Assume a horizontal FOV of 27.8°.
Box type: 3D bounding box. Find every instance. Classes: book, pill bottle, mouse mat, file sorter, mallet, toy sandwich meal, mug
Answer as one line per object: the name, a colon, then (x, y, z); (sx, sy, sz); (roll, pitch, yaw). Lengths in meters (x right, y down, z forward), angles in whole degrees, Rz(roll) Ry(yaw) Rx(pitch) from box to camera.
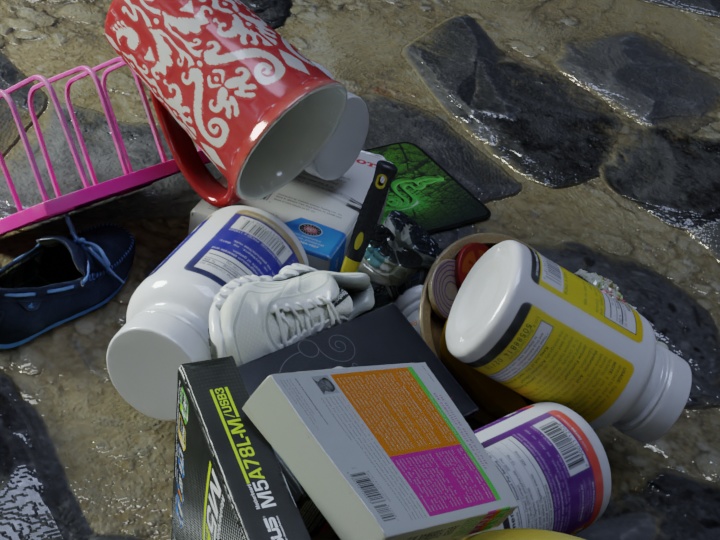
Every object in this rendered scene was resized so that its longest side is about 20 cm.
book: (0.022, 0.128, 1.003); (0.134, 0.048, 0.199); (51, 21, 23)
pill bottle: (0.097, 0.186, 1.154); (0.199, 0.112, 0.111); (-18, 46, -38)
pill bottle: (-0.094, -0.163, 1.419); (0.199, 0.113, 0.112); (27, 35, 30)
mouse mat: (0.028, -0.086, 1.598); (0.199, 0.008, 0.161); (-16, 45, -35)
pill bottle: (0.181, 0.067, 1.238); (0.199, 0.112, 0.112); (29, 31, -16)
file sorter: (-0.270, -0.124, 1.378); (0.199, 0.127, 0.138); (-24, 7, -42)
pill bottle: (-0.134, 0.038, 1.263); (0.119, 0.121, 0.200); (23, 35, 11)
mallet: (0.000, 0.000, 1.304); (0.065, 0.201, 0.041); (29, 22, 3)
toy sandwich meal: (0.146, 0.056, 1.324); (0.203, 0.070, 0.208); (10, 70, -28)
mug: (-0.139, -0.163, 1.302); (0.200, 0.178, 0.133); (45, 16, 15)

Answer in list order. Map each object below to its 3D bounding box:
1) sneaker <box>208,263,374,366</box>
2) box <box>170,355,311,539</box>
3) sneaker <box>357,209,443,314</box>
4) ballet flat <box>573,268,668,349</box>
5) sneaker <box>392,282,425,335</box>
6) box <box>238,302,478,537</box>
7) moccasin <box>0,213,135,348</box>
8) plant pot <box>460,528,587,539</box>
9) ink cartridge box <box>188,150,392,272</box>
sneaker: (-0.057, 0.035, 1.198); (0.080, 0.076, 0.200); (-3, 14, 28)
box: (-0.085, 0.196, 0.992); (0.047, 0.202, 0.194); (-7, 41, -18)
sneaker: (0.024, -0.002, 1.420); (0.078, 0.087, 0.200); (44, 18, 13)
ballet flat: (0.263, 0.068, 1.419); (0.063, 0.076, 0.201); (5, 38, -27)
sneaker: (0.126, 0.057, 1.397); (0.198, 0.074, 0.081); (-4, 60, -25)
box: (-0.024, 0.127, 1.174); (0.199, 0.106, 0.123); (-21, 64, -42)
moccasin: (-0.265, 0.002, 1.307); (0.080, 0.069, 0.200); (25, 36, 14)
plant pot: (0.104, 0.261, 1.012); (0.198, 0.202, 0.142); (1, 12, -20)
ink cartridge box: (-0.067, -0.051, 1.439); (0.145, 0.085, 0.200); (18, 34, 11)
